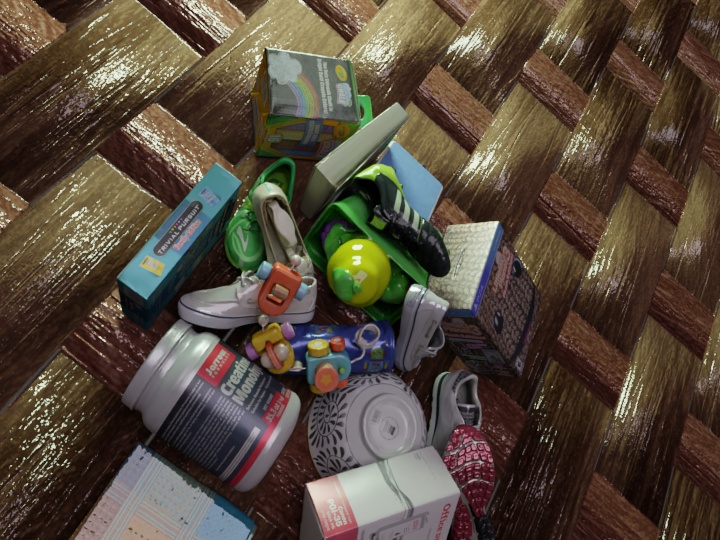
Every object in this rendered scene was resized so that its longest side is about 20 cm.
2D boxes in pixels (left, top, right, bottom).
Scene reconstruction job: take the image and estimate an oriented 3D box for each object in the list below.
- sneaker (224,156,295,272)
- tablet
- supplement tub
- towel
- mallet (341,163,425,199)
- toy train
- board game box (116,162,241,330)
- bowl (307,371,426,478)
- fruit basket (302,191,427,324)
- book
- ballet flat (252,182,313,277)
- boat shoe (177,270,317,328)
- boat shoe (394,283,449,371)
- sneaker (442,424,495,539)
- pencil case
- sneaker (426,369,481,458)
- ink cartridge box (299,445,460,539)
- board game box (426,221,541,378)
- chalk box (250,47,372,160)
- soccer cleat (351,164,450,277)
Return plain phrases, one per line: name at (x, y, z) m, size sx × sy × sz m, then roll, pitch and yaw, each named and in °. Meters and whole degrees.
sneaker at (-0.154, -0.094, 0.864) m, size 0.072 × 0.083 × 0.205 m, roll 23°, pitch 65°, yaw -13°
tablet at (0.074, -0.139, 0.950) m, size 0.129 × 0.014 × 0.201 m, roll 41°, pitch 38°, yaw -9°
supplement tub at (-0.189, 0.173, 0.725) m, size 0.198 × 0.140 × 0.142 m, roll 37°, pitch 62°, yaw -7°
towel at (-0.247, 0.339, 0.713) m, size 0.198 × 0.022 × 0.148 m, roll 36°, pitch 61°, yaw -6°
mallet at (0.044, -0.156, 0.992) m, size 0.199 × 0.041 × 0.067 m, roll -41°, pitch 107°, yaw -32°
toy train at (-0.070, 0.085, 0.735) m, size 0.198 × 0.056 × 0.152 m, roll 34°, pitch 101°, yaw -19°
board game box at (-0.247, -0.030, 0.765) m, size 0.046 × 0.151 × 0.202 m, roll 34°, pitch 62°, yaw -6°
bowl at (0.027, 0.233, 0.822) m, size 0.195 × 0.094 × 0.207 m, roll 8°, pitch 69°, yaw -21°
fruit basket at (0.000, 0.000, 0.854) m, size 0.211 × 0.155 × 0.221 m, roll 17°, pitch 53°, yaw -24°
book at (-0.013, -0.180, 0.925) m, size 0.048 × 0.134 × 0.200 m, roll 44°, pitch 63°, yaw -2°
ballet flat at (-0.107, -0.029, 0.822) m, size 0.069 × 0.069 × 0.205 m, roll -33°, pitch 117°, yaw -29°
boat shoe at (-0.149, 0.032, 0.767) m, size 0.195 × 0.071 × 0.072 m, roll 2°, pitch 116°, yaw -26°
boat shoe at (0.092, 0.103, 0.832) m, size 0.065 × 0.202 × 0.074 m, roll 23°, pitch 60°, yaw 17°
sneaker at (0.148, 0.325, 0.810) m, size 0.078 × 0.075 × 0.207 m, roll -2°, pitch 94°, yaw -6°
pencil case at (-0.047, 0.112, 0.826) m, size 0.193 × 0.087 × 0.081 m, roll 1°, pitch 100°, yaw -10°
sneaker at (0.151, 0.260, 0.871) m, size 0.074 × 0.080 × 0.207 m, roll 7°, pitch 76°, yaw -25°
ink cartridge box at (0.023, 0.335, 0.746) m, size 0.194 × 0.150 × 0.083 m, roll -8°, pitch 34°, yaw -23°
board game box at (0.201, 0.050, 0.908) m, size 0.200 × 0.095 × 0.162 m, roll 47°, pitch 56°, yaw -37°
chalk box at (-0.074, -0.270, 0.937) m, size 0.194 × 0.124 × 0.128 m, roll 1°, pitch 70°, yaw -23°
soccer cleat at (0.058, -0.067, 0.831) m, size 0.080 × 0.068 × 0.202 m, roll -25°, pitch 75°, yaw -36°
